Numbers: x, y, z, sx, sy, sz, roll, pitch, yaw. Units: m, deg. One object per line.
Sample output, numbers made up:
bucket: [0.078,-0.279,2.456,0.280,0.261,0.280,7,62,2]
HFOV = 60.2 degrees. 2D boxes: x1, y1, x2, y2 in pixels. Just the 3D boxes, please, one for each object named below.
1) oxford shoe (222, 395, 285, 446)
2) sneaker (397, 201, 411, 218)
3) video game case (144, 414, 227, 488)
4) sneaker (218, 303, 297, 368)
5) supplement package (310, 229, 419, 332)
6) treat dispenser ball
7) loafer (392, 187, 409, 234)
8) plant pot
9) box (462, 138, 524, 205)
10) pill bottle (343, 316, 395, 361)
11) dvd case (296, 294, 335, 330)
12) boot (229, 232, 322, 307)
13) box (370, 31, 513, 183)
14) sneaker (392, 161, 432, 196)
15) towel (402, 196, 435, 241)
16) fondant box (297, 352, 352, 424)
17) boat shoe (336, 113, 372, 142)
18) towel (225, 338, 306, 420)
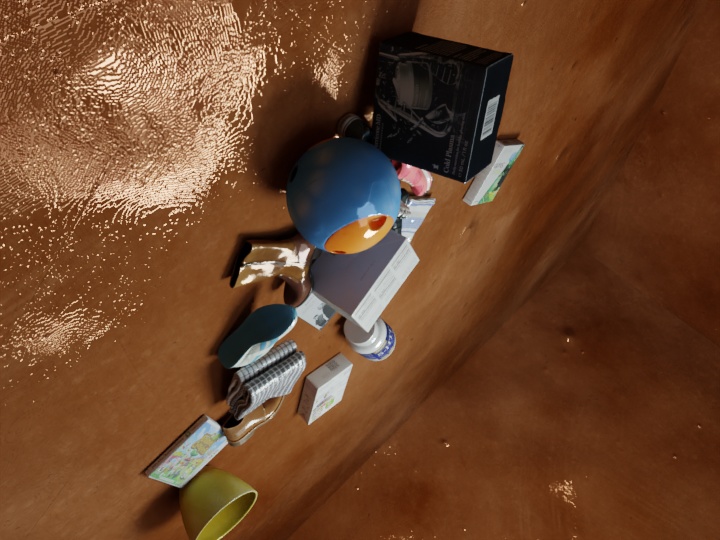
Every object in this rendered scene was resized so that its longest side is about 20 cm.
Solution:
oxford shoe: [-0.266,0.350,1.569,0.200,0.071,0.072,-45,133,-34]
sneaker: [0.049,-0.154,1.329,0.200,0.075,0.082,9,80,-58]
video game case: [-0.408,0.444,1.509,0.182,0.022,0.200,-44,156,-14]
sneaker: [-0.207,0.132,1.303,0.200,0.077,0.081,-35,164,20]
supplement package: [0.000,0.000,1.346,0.200,0.155,0.111,-54,149,-9]
treat dispenser ball: [-0.029,-0.129,1.079,0.201,0.201,0.201,-39,155,-22]
loafer: [0.073,-0.102,1.470,0.068,0.070,0.201,-21,143,-47]
plant pot: [-0.392,0.599,1.623,0.200,0.142,0.200,-39,156,-22]
box: [0.386,-0.284,1.795,0.144,0.036,0.201,-18,143,-50]
pill bottle: [0.023,0.182,1.754,0.120,0.120,0.200,-48,157,-2]
dvd case: [-0.086,0.063,1.498,0.150,0.025,0.200,-48,156,-3]
boot: [-0.169,0.013,1.222,0.200,0.068,0.189,-17,143,-49]
box: [0.135,-0.285,1.074,0.124,0.196,0.201,-37,142,-46]
sneaker: [0.102,-0.227,1.360,0.087,0.074,0.200,-30,150,-9]
towel: [0.111,-0.104,1.587,0.147,0.024,0.201,-9,134,-59]
fondant box: [-0.108,0.357,1.866,0.144,0.058,0.201,-31,150,-37]
boat shoe: [0.017,-0.233,1.186,0.069,0.057,0.200,-52,157,6]
towel: [-0.221,0.258,1.431,0.165,0.086,0.200,-32,165,-33]
